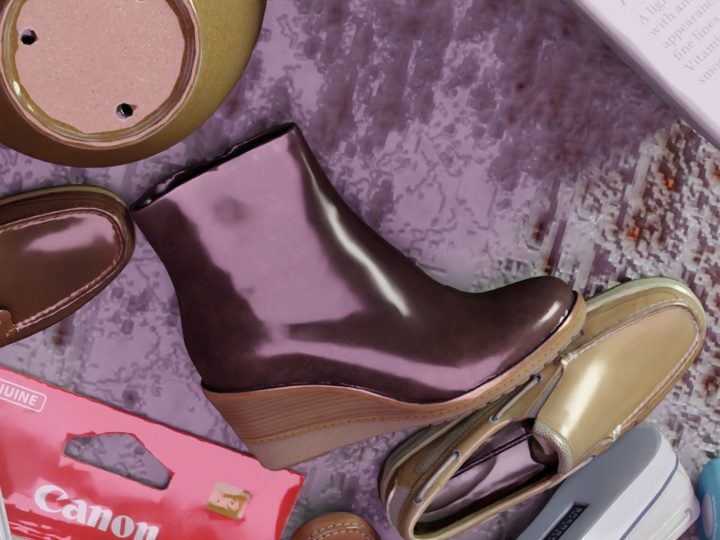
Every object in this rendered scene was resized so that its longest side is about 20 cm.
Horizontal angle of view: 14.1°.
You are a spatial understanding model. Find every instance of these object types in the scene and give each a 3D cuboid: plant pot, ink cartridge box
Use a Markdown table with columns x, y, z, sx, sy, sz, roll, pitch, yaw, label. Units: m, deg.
| x | y | z | sx | sy | sz | roll | pitch | yaw | label |
| --- | --- | --- | --- | --- | --- | --- | --- | --- | --- |
| -0.128 | -0.121 | 1.372 | 0.186 | 0.200 | 0.187 | -2 | 106 | -6 | plant pot |
| -0.149 | 0.160 | 1.525 | 0.200 | 0.045 | 0.176 | 20 | 102 | -12 | ink cartridge box |

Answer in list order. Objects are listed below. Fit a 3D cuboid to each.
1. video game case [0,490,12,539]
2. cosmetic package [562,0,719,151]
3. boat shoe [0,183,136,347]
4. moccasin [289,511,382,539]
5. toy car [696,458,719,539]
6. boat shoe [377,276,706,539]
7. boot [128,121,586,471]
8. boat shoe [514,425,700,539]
| x | y | z | sx | sy | sz | roll | pitch | yaw | label |
| --- | --- | --- | --- | --- | --- | --- | --- | --- | --- |
| -0.273 | 0.160 | 1.473 | 0.200 | 0.024 | 0.182 | -14 | 84 | 5 | video game case |
| 0.167 | -0.178 | 1.412 | 0.165 | 0.165 | 0.200 | -45 | 106 | 5 | cosmetic package |
| -0.206 | 0.017 | 1.467 | 0.200 | 0.068 | 0.072 | -20 | 106 | -2 | boat shoe |
| -0.004 | 0.226 | 1.542 | 0.074 | 0.078 | 0.202 | -3 | 105 | -10 | moccasin |
| 0.282 | 0.190 | 1.507 | 0.184 | 0.200 | 0.177 | 0 | 105 | -7 | toy car |
| 0.101 | 0.082 | 1.519 | 0.200 | 0.076 | 0.072 | -39 | 106 | 4 | boat shoe |
| 0.000 | 0.000 | 1.486 | 0.200 | 0.072 | 0.166 | -22 | 109 | 3 | boot |
| 0.108 | 0.179 | 1.533 | 0.202 | 0.075 | 0.086 | -46 | 116 | -22 | boat shoe |
